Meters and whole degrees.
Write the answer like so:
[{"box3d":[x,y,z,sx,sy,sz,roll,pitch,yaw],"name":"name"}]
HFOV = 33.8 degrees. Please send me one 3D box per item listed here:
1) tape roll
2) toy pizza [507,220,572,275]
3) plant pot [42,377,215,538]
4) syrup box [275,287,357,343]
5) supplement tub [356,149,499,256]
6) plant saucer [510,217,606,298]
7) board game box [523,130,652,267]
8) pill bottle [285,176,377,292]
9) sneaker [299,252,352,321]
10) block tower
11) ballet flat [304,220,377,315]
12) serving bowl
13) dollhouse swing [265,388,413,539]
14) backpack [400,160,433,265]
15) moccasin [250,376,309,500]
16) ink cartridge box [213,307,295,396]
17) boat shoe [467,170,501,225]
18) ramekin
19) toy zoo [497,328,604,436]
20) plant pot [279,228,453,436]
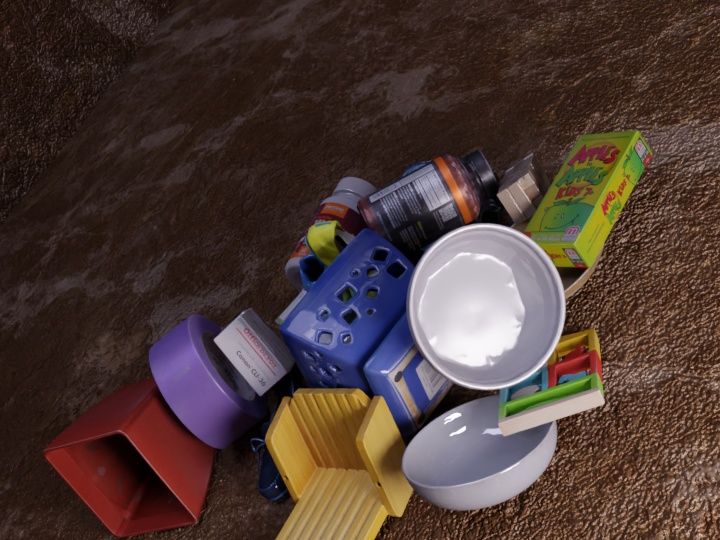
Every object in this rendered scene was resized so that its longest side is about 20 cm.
[{"box3d":[-0.239,0.174,1.873,0.085,0.200,0.201,-36,31,9],"name":"tape roll"},{"box3d":[0.279,-0.043,1.697,0.199,0.032,0.202,-30,32,21],"name":"toy pizza"},{"box3d":[-0.344,0.282,1.892,0.198,0.201,0.177,-18,28,35],"name":"plant pot"},{"box3d":[-0.044,0.099,1.853,0.079,0.082,0.199,-48,32,-13],"name":"syrup box"},{"box3d":[0.101,-0.098,1.722,0.198,0.108,0.107,-27,32,1],"name":"supplement tub"},{"box3d":[0.255,-0.013,1.618,0.199,0.035,0.202,-30,33,21],"name":"plant saucer"},{"box3d":[0.301,-0.096,1.587,0.101,0.048,0.201,1,51,50],"name":"board game box"},{"box3d":[-0.039,-0.054,2.009,0.109,0.110,0.202,-5,47,46],"name":"pill bottle"},{"box3d":[-0.043,-0.003,1.810,0.075,0.106,0.201,-20,28,14],"name":"sneaker"},{"box3d":[0.241,-0.121,1.727,0.054,0.058,0.200,-32,8,17],"name":"block tower"},{"box3d":[0.000,0.000,1.744,0.066,0.200,0.067,-26,30,30],"name":"ballet flat"},{"box3d":[0.152,0.231,1.449,0.197,0.067,0.201,-20,19,7],"name":"serving bowl"},{"box3d":[-0.059,0.283,1.575,0.198,0.184,0.176,-5,27,46],"name":"dollhouse swing"},{"box3d":[0.101,-0.072,1.856,0.200,0.155,0.162,-44,21,-27],"name":"backpack"},{"box3d":[-0.125,0.249,1.778,0.080,0.068,0.202,-24,35,29],"name":"moccasin"},{"box3d":[-0.164,0.126,1.848,0.067,0.117,0.200,-41,0,0],"name":"ink cartridge box"},{"box3d":[0.192,-0.073,1.802,0.062,0.073,0.202,-10,48,37],"name":"boat shoe"},{"box3d":[0.149,0.047,1.486,0.200,0.200,0.105,-47,2,-8],"name":"ramekin"},{"box3d":[0.237,0.130,1.482,0.130,0.021,0.200,-20,18,17],"name":"toy zoo"},{"box3d":[0.036,0.097,1.631,0.178,0.201,0.201,25,64,36],"name":"plant pot"}]
